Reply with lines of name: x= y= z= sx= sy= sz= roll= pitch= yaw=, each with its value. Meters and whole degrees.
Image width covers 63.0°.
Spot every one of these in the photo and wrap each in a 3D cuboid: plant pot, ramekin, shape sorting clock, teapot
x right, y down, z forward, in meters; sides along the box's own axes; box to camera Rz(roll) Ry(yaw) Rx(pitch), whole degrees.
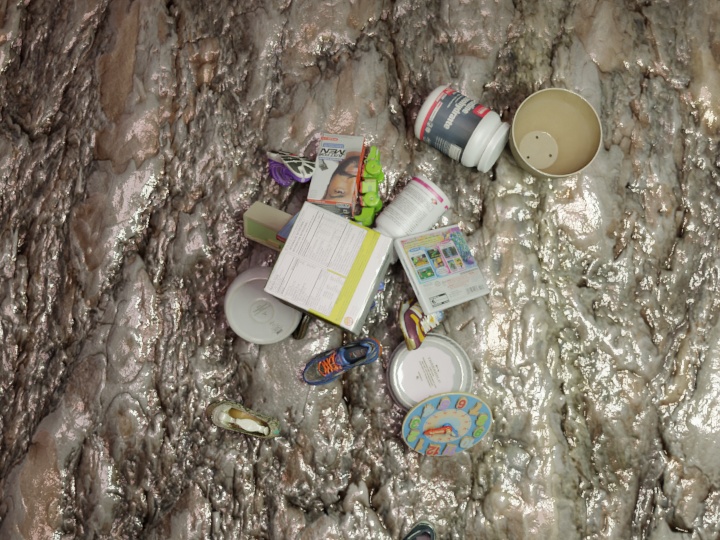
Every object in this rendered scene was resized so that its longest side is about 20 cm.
plant pot: x=0.429 y=-0.297 z=1.354 sx=0.199 sy=0.134 sz=0.201 roll=0 pitch=84 yaw=-2
ramekin: x=0.154 y=0.238 z=1.331 sx=0.201 sy=0.094 sz=0.203 roll=-2 pitch=79 yaw=10
shape sorting clock: x=0.188 y=0.337 z=1.273 sx=0.199 sy=0.200 sz=0.039 roll=-16 pitch=38 yaw=6
teapot: x=-0.224 y=0.069 z=1.405 sx=0.199 sy=0.146 sz=0.198 roll=8 pitch=108 yaw=-3

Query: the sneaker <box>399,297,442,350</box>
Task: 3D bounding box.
sneaker: x=0.138 y=0.109 z=1.310 sx=0.090 sy=0.200 sz=0.075 roll=-12 pitch=111 yaw=10

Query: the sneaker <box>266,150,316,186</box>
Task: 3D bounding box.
sneaker: x=-0.171 y=-0.243 z=1.452 sx=0.080 sy=0.200 sz=0.084 roll=-5 pitch=111 yaw=-28

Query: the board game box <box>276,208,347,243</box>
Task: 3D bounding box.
board game box: x=-0.106 y=-0.118 z=1.420 sx=0.103 sy=0.019 sz=0.200 roll=24 pitch=48 yaw=15

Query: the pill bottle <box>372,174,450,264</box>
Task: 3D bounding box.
pill bottle: x=0.108 y=-0.119 z=1.394 sx=0.113 sy=0.113 sz=0.200 roll=42 pitch=88 yaw=14

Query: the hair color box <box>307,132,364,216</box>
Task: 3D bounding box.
hair color box: x=-0.057 y=-0.237 z=1.439 sx=0.110 sy=0.064 sz=0.201 roll=6 pitch=65 yaw=6

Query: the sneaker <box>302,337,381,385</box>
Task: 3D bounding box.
sneaker: x=-0.049 y=0.208 z=1.379 sx=0.199 sy=0.078 sz=0.076 roll=-28 pitch=76 yaw=4

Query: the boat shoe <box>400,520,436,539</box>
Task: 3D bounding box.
boat shoe: x=0.093 y=0.639 z=1.284 sx=0.075 sy=0.062 sz=0.200 roll=44 pitch=90 yaw=12

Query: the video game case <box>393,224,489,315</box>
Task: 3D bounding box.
video game case: x=0.187 y=-0.007 z=1.344 sx=0.199 sy=0.024 sz=0.183 roll=-15 pitch=75 yaw=-35

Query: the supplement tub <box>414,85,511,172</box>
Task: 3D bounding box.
supplement tub: x=0.242 y=-0.335 z=1.397 sx=0.200 sy=0.140 sz=0.141 roll=33 pitch=87 yaw=14

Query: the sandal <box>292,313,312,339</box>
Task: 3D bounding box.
sandal: x=-0.109 y=0.077 z=1.419 sx=0.054 sy=0.082 sz=0.201 roll=17 pitch=95 yaw=-25

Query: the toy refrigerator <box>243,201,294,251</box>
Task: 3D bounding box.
toy refrigerator: x=-0.188 y=-0.091 z=1.446 sx=0.199 sy=0.076 sz=0.070 roll=23 pitch=47 yaw=12

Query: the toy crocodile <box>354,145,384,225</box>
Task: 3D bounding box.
toy crocodile: x=0.023 y=-0.208 z=1.448 sx=0.061 sy=0.068 sz=0.201 roll=3 pitch=80 yaw=10

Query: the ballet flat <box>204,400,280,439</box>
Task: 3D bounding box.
ballet flat: x=-0.288 y=0.354 z=1.395 sx=0.199 sy=0.075 sz=0.068 roll=13 pitch=83 yaw=12

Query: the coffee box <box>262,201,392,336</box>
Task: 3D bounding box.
coffee box: x=-0.060 y=0.004 z=1.226 sx=0.197 sy=0.200 sz=0.201 roll=23 pitch=82 yaw=6

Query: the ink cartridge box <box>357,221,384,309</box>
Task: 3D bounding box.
ink cartridge box: x=0.000 y=0.000 z=1.389 sx=0.042 sy=0.119 sz=0.201 roll=-11 pitch=75 yaw=-23
